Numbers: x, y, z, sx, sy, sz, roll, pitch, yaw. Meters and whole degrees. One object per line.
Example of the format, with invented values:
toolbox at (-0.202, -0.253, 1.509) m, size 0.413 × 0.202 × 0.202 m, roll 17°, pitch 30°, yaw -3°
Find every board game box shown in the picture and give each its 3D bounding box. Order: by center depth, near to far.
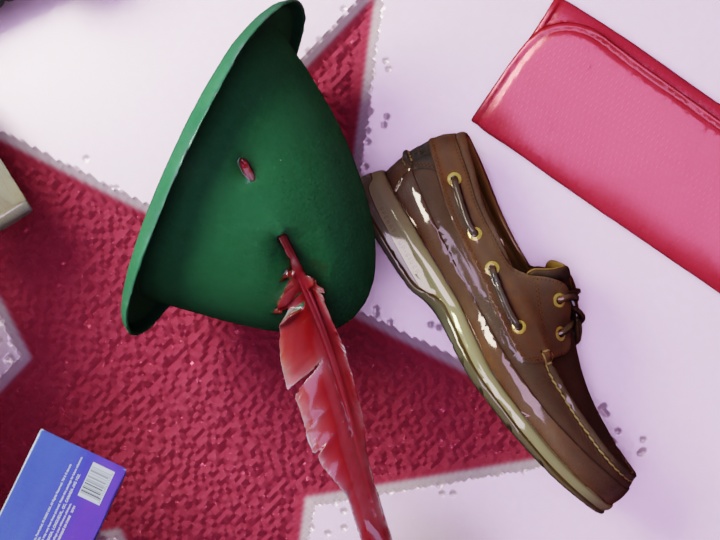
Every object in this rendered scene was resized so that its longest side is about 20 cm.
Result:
board game box at (-0.178, 0.185, 1.114) m, size 0.045 × 0.134 × 0.201 m, roll 26°, pitch 68°, yaw -5°

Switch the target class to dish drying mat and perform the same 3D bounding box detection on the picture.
dish drying mat at (0.157, -0.048, 1.173) m, size 0.200 × 0.018 × 0.077 m, roll 35°, pitch 95°, yaw 3°

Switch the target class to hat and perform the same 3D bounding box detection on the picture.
hat at (0.000, 0.000, 1.113) m, size 0.175 × 0.166 × 0.201 m, roll 28°, pitch 124°, yaw 8°

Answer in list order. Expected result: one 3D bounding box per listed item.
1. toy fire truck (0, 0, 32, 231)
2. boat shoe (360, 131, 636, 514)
toy fire truck at (-0.192, -0.135, 1.165) m, size 0.175 × 0.129 × 0.201 m, roll -26°, pitch 109°, yaw 10°
boat shoe at (0.076, 0.023, 1.156) m, size 0.067 × 0.072 × 0.200 m, roll -35°, pitch 86°, yaw 7°
